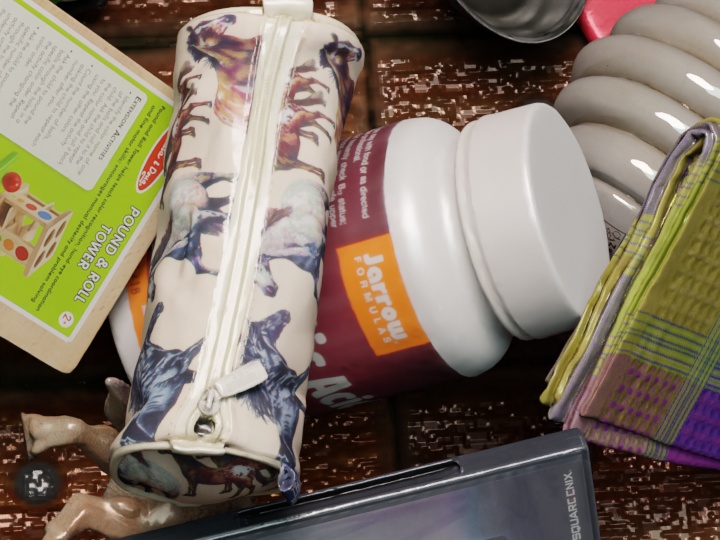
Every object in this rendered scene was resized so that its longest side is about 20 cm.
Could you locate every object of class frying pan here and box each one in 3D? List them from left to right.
[{"bbox_3d":[0.068,-0.197,1.169,0.114,0.031,0.192,21,64,-36],"label":"frying pan"}]

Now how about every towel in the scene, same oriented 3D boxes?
[{"bbox_3d":[0.160,0.017,1.064,0.023,0.199,0.144,31,98,36],"label":"towel"}]

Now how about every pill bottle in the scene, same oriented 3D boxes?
[{"bbox_3d":[0.000,0.000,1.060,0.199,0.114,0.115,-15,73,22],"label":"pill bottle"}]

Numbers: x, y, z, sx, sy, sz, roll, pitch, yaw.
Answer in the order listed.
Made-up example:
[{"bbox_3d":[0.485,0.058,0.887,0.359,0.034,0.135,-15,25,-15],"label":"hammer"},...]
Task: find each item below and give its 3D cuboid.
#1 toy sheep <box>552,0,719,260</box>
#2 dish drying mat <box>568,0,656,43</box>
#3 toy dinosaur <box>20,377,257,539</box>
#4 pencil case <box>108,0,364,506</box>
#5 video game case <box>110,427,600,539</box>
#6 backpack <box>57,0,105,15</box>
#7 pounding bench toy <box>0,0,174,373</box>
[{"bbox_3d":[0.147,-0.056,1.120,0.137,0.138,0.201,32,74,5],"label":"toy sheep"},{"bbox_3d":[0.103,-0.206,1.220,0.076,0.018,0.201,-25,77,-10],"label":"dish drying mat"},{"bbox_3d":[-0.071,0.113,1.050,0.134,0.086,0.201,-9,118,-10],"label":"toy dinosaur"},{"bbox_3d":[-0.048,-0.009,0.969,0.077,0.089,0.202,13,73,-15],"label":"pencil case"},{"bbox_3d":[0.006,0.149,1.022,0.198,0.144,0.019,-14,32,-5],"label":"video game case"},{"bbox_3d":[-0.193,-0.195,1.135,0.198,0.127,0.168,9,70,-5],"label":"backpack"},{"bbox_3d":[-0.150,-0.086,1.065,0.124,0.156,0.201,33,86,-30],"label":"pounding bench toy"}]
